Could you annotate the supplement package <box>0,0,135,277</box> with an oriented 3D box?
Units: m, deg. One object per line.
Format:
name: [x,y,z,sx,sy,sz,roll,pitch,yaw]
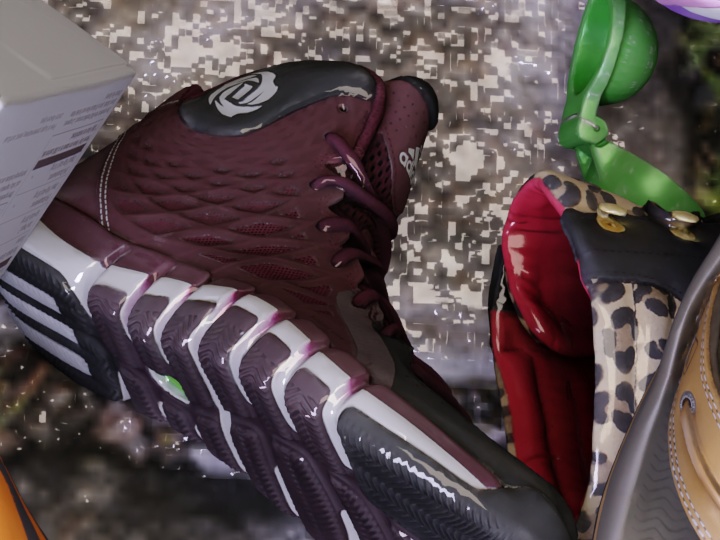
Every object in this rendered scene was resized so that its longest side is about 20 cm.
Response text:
supplement package: [-0.180,-0.005,0.712,0.151,0.151,0.201,35,99,2]

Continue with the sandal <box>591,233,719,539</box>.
sandal: [0.108,0.035,0.694,0.081,0.055,0.201,19,97,-3]

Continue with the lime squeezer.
lime squeezer: [0.087,-0.050,0.835,0.070,0.038,0.201,-22,89,4]

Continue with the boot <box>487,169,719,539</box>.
boot: [0.112,-0.009,0.787,0.150,0.073,0.201,4,74,-20]

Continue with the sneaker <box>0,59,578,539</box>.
sneaker: [0.000,0.000,0.774,0.199,0.076,0.116,30,64,33]

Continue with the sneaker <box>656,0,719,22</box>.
sneaker: [0.146,-0.137,0.817,0.080,0.088,0.200,45,80,0]

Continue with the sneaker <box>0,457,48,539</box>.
sneaker: [-0.049,0.123,0.780,0.111,0.078,0.201,-19,92,-14]
